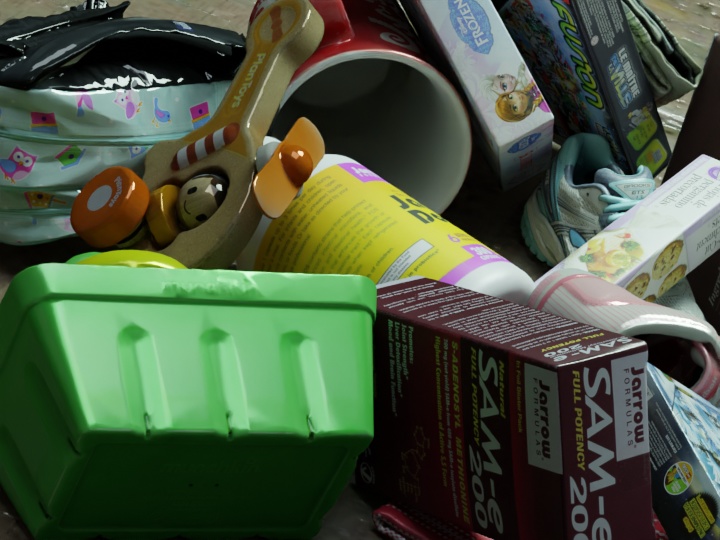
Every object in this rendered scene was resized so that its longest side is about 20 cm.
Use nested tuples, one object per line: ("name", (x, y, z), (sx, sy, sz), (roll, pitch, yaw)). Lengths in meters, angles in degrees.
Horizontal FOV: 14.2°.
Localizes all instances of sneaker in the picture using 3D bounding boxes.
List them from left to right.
("sneaker", (0.160, -0.017, 1.812), (0.078, 0.086, 0.200), (1, 31, -27))
("sneaker", (0.190, 0.070, 1.619), (0.200, 0.075, 0.105), (29, 2, -26))

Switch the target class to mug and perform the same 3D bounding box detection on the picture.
("mug", (-0.005, -0.135, 1.855), (0.133, 0.178, 0.200), (7, 24, -11))

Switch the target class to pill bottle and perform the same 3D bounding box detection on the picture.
("pill bottle", (0.000, 0.000, 1.670), (0.200, 0.104, 0.104), (34, 32, 30))

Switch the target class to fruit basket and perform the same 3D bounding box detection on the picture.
("fruit basket", (-0.107, 0.041, 1.509), (0.215, 0.156, 0.216), (15, 44, -15))

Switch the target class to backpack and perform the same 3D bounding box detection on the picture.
("backpack", (-0.163, -0.089, 1.717), (0.167, 0.127, 0.200), (11, 16, 40))

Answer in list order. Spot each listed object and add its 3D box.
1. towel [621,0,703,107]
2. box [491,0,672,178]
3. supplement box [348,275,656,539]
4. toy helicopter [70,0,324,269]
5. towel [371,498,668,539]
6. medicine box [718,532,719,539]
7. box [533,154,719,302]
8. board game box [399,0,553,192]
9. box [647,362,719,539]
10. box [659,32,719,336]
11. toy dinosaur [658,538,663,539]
("towel", (0.124, -0.172, 1.919), (0.035, 0.200, 0.193), (-40, 93, -20))
("box", (0.130, -0.149, 1.856), (0.035, 0.200, 0.110), (-42, 46, -16))
("supplement box", (0.066, 0.075, 1.489), (0.061, 0.109, 0.200), (-13, 16, -32))
("toy helicopter", (-0.067, -0.074, 1.633), (0.132, 0.200, 0.079), (-3, -36, 44))
("towel", (0.117, 0.135, 1.575), (0.145, 0.023, 0.200), (30, 30, 26))
("medicine box", (0.293, 0.153, 1.436), (0.200, 0.103, 0.182), (48, 19, 6))
("box", (0.167, -0.009, 1.723), (0.039, 0.041, 0.200), (25, 38, 28))
("board game box", (0.060, -0.158, 1.851), (0.200, 0.041, 0.200), (62, 0, 6))
("box", (0.209, 0.147, 1.497), (0.137, 0.040, 0.200), (32, 22, -38))
("box", (0.311, -0.031, 1.836), (0.166, 0.164, 0.200), (2, 31, -27))
("toy dinosaur", (0.154, 0.193, 1.455), (0.101, 0.058, 0.200), (58, 26, 12))
